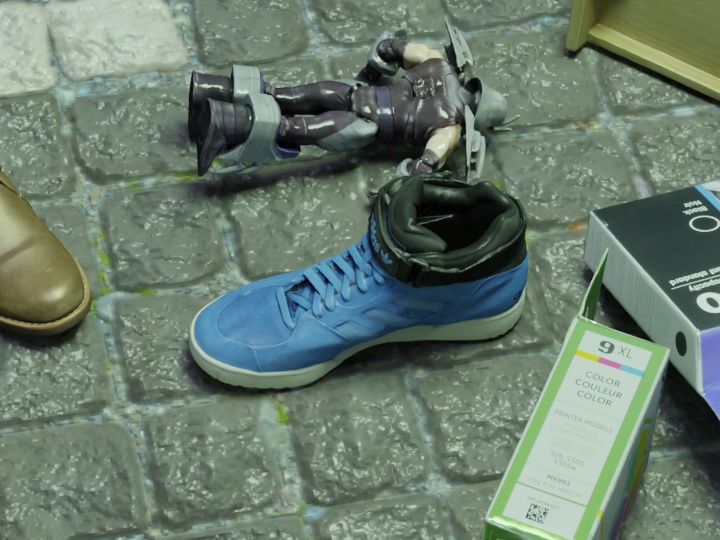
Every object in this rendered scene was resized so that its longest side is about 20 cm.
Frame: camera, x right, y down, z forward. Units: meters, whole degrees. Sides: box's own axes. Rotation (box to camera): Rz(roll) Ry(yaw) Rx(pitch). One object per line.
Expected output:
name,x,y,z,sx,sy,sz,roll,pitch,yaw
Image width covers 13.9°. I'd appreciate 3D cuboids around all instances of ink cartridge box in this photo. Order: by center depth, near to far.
ink cartridge box,0.122,0.098,1.591,0.059,0.104,0.201,18,52,11
ink cartridge box,0.256,0.008,1.671,0.197,0.044,0.200,-13,36,-17

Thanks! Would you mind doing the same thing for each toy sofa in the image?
toy sofa,0.234,-0.154,1.817,0.199,0.083,0.098,26,49,18

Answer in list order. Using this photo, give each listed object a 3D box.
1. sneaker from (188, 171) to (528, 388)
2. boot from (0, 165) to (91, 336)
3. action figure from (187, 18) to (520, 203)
sneaker,0.000,-0.001,1.662,0.199,0.112,0.077,-8,51,-9
boot,-0.229,-0.041,1.709,0.073,0.076,0.200,-31,60,-27
action figure,-0.002,-0.093,1.770,0.199,0.070,0.131,-1,44,-9
